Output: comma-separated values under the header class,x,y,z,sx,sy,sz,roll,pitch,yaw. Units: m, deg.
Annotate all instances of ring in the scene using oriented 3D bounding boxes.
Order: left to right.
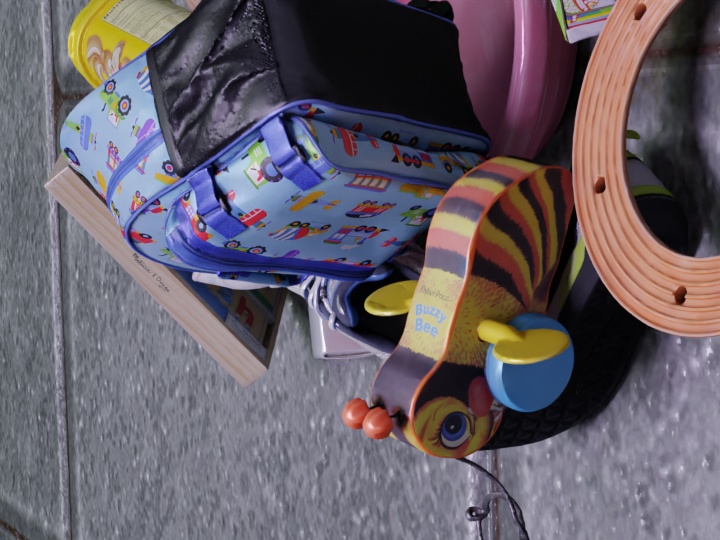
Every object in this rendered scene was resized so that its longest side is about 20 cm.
class,x,y,z,sx,sy,sz,roll,pitch,yaw
ring,0.164,-0.069,0.880,0.200,0.019,0.203,-22,63,52

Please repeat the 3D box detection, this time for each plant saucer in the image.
class,x,y,z,sx,sy,sz,roll,pitch,yaw
plant saucer,0.065,-0.135,1.119,0.200,0.050,0.203,177,90,-68

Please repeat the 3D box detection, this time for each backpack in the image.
class,x,y,z,sx,sy,sz,roll,pitch,yaw
backpack,-0.052,-0.060,1.055,0.199,0.182,0.136,-31,65,33

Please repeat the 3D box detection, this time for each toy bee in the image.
class,x,y,z,sx,sy,sz,roll,pitch,yaw
toy bee,0.048,0.046,0.952,0.130,0.108,0.202,-17,77,52

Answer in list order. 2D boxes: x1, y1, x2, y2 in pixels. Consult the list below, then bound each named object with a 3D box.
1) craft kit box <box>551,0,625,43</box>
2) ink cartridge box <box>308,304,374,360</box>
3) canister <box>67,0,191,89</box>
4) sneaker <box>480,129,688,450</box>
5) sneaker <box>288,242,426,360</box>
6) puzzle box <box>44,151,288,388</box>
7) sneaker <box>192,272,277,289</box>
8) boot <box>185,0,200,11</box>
class,x,y,z,sx,sy,sz,roll,pitch,yaw
craft kit box,0.078,-0.247,0.952,0.198,0.048,0.201,73,-178,-55
ink cartridge box,-0.014,-0.045,1.267,0.174,0.043,0.202,137,129,-85
canister,-0.116,-0.126,1.436,0.087,0.149,0.200,-47,30,-7
sneaker,0.103,0.010,1.029,0.201,0.071,0.083,-58,44,38
sneaker,0.000,0.000,1.139,0.199,0.085,0.078,31,100,20
puzzle box,-0.129,-0.025,1.395,0.025,0.200,0.133,-36,20,22
sneaker,-0.085,-0.081,1.314,0.075,0.087,0.202,-103,10,-72
boot,-0.076,-0.269,1.190,0.155,0.073,0.202,107,158,-58
